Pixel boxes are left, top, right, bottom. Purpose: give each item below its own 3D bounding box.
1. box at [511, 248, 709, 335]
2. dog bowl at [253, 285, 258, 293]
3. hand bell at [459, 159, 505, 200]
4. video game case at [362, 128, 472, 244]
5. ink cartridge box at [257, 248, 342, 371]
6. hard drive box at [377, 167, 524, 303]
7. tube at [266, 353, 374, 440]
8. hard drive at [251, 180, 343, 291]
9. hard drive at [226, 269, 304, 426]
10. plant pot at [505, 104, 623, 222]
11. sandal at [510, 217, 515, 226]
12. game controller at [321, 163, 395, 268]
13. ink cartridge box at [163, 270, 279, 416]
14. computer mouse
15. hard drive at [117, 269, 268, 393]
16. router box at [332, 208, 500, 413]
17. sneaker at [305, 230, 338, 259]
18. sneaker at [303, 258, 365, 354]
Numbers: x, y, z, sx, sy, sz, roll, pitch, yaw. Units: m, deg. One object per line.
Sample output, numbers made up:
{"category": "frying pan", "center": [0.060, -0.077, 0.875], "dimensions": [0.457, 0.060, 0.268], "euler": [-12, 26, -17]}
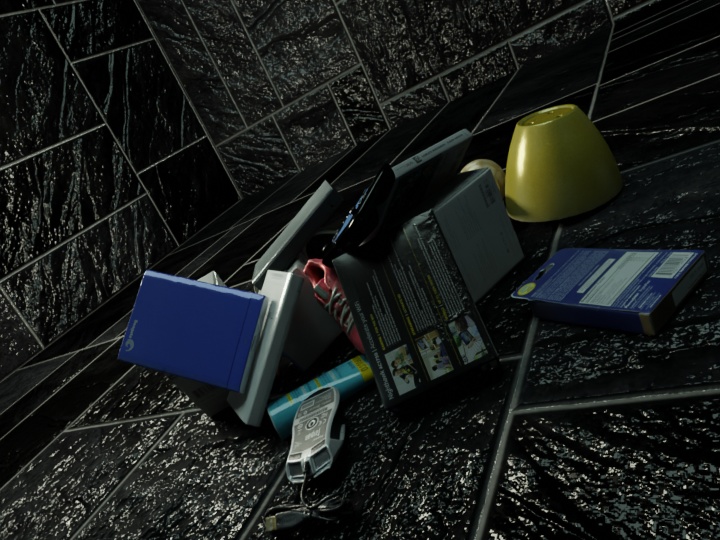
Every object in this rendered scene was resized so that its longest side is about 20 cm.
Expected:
{"category": "box", "center": [0.289, 0.018, 0.689], "dimensions": [0.120, 0.033, 0.198], "euler": [-37, 21, -23]}
{"category": "dog bowl", "center": [-0.126, 0.023, 1.223], "dimensions": [0.193, 0.060, 0.202], "euler": [-16, 29, 9]}
{"category": "hand bell", "center": [0.236, -0.134, 1.051], "dimensions": [0.102, 0.106, 0.201], "euler": [-25, 16, 11]}
{"category": "video game case", "center": [0.077, -0.105, 0.876], "dimensions": [0.180, 0.023, 0.202], "euler": [-34, -22, -36]}
{"category": "ink cartridge box", "center": [-0.100, 0.050, 1.004], "dimensions": [0.126, 0.128, 0.201], "euler": [-46, 14, 10]}
{"category": "hard drive box", "center": [0.136, -0.032, 0.859], "dimensions": [0.198, 0.159, 0.076], "euler": [-36, 19, -25]}
{"category": "tube", "center": [-0.034, 0.161, 0.797], "dimensions": [0.196, 0.052, 0.077], "euler": [-28, 25, -13]}
{"category": "hard drive", "center": [-0.108, -0.061, 0.978], "dimensions": [0.201, 0.033, 0.140], "euler": [-50, 14, 5]}
{"category": "hard drive", "center": [-0.138, 0.103, 0.824], "dimensions": [0.131, 0.026, 0.207], "euler": [4, 76, 66]}
{"category": "plant pot", "center": [0.327, -0.192, 0.973], "dimensions": [0.194, 0.146, 0.201], "euler": [-19, 20, 7]}
{"category": "sandal", "center": [0.195, -0.062, 1.003], "dimensions": [0.199, 0.059, 0.079], "euler": [-38, 24, -32]}
{"category": "game controller", "center": [-0.007, -0.068, 0.771], "dimensions": [0.200, 0.041, 0.107], "euler": [139, 153, -69]}
{"category": "ink cartridge box", "center": [-0.242, 0.122, 0.933], "dimensions": [0.143, 0.203, 0.084], "euler": [-27, 39, 2]}
{"category": "computer mouse", "center": [-0.048, 0.216, 0.670], "dimensions": [0.108, 0.044, 0.202], "euler": [-28, 23, 20]}
{"category": "hard drive", "center": [-0.237, 0.083, 0.815], "dimensions": [0.193, 0.136, 0.025], "euler": [10, -14, 15]}
{"category": "router box", "center": [0.065, 0.048, 0.710], "dimensions": [0.145, 0.205, 0.051], "euler": [-25, -23, 8]}
{"category": "sneaker", "center": [0.000, 0.000, 0.940], "dimensions": [0.112, 0.195, 0.075], "euler": [-98, 33, -74]}
{"category": "sneaker", "center": [-0.028, 0.051, 0.832], "dimensions": [0.075, 0.085, 0.201], "euler": [-57, 40, 17]}
